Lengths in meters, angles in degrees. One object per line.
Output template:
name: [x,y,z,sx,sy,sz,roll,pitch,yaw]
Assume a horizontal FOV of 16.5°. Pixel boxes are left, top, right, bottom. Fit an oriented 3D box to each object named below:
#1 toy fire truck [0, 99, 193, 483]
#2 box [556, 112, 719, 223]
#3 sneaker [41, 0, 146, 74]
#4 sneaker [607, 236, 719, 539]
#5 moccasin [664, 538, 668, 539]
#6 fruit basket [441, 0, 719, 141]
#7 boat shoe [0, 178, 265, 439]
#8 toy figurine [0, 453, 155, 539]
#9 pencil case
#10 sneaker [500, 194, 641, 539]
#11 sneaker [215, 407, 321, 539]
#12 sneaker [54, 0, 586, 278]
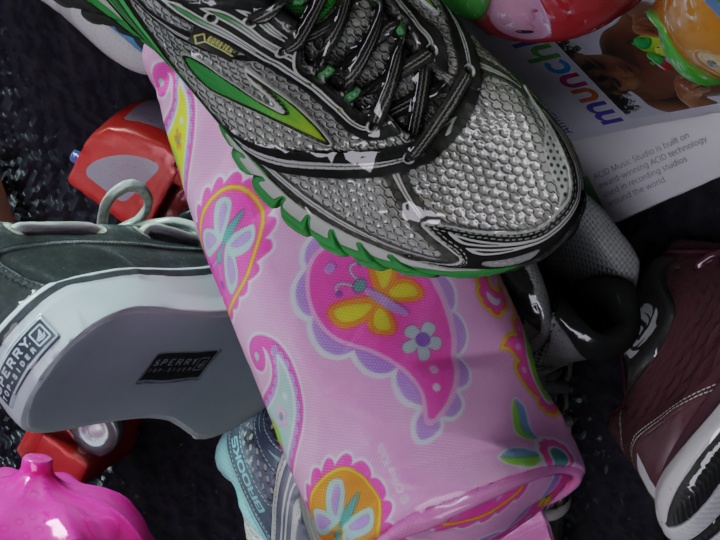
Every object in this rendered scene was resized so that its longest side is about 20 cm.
toy fire truck: [-0.131,0.006,0.947,0.141,0.049,0.200,34,115,10]
box: [0.088,-0.126,0.826,0.144,0.036,0.200,-24,97,27]
sneaker: [-0.136,-0.137,0.902,0.200,0.075,0.087,49,125,10]
sneaker: [0.147,-0.007,0.815,0.076,0.116,0.200,39,94,-29]
moccasin: [0.144,0.114,0.862,0.068,0.080,0.200,49,131,-4]
fruit basket: [0.082,-0.093,0.721,0.200,0.094,0.185,-14,142,34]
boat shoe: [-0.075,0.013,0.834,0.068,0.199,0.074,45,112,20]
toy figurine: [-0.119,0.164,0.901,0.200,0.150,0.184,-30,79,22]
pencil case: [0.000,0.000,0.782,0.087,0.087,0.200,-33,71,27]
sneaker: [0.052,0.045,0.836,0.115,0.075,0.201,0,106,54]
sneaker: [0.001,0.137,0.931,0.086,0.078,0.201,-9,96,37]
sneaker: [-0.018,-0.066,0.701,0.200,0.085,0.078,35,78,-11]
